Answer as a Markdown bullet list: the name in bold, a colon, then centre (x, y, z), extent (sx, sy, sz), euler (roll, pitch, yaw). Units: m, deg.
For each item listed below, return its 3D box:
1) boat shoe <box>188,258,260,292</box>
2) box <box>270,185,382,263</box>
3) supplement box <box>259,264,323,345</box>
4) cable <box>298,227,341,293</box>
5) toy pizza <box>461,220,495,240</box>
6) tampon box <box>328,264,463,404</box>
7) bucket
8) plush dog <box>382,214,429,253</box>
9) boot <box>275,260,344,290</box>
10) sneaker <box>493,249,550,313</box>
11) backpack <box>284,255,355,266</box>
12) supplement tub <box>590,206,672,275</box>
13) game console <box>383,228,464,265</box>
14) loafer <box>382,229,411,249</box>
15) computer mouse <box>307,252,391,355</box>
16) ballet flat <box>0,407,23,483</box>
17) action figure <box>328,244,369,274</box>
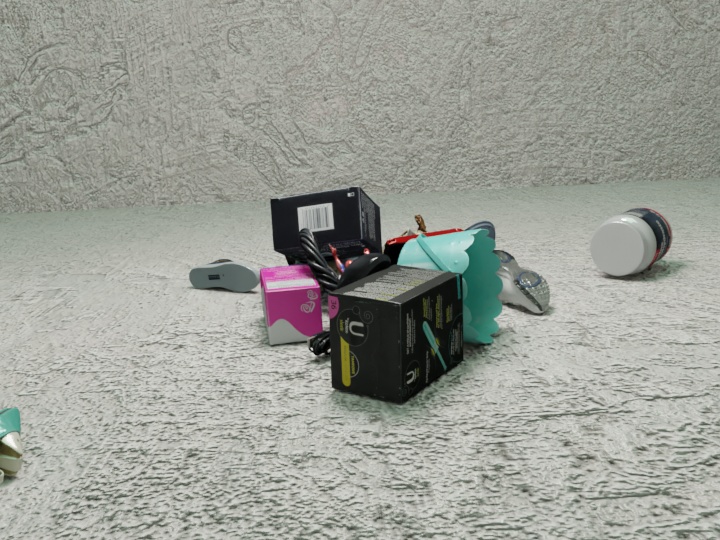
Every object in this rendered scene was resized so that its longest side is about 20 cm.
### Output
- **boat shoe**: centre (-0.304, 0.003, 1.757), extent (0.199, 0.071, 0.091), euler (2, 17, 29)
- **box**: centre (-0.068, -0.093, 1.609), extent (0.196, 0.118, 0.200), euler (-7, -9, 14)
- **supplement box**: centre (-0.134, 0.060, 1.403), extent (0.103, 0.102, 0.200), euler (-5, 13, -8)
- **cable**: centre (-0.073, 0.002, 1.436), extent (0.051, 0.200, 0.163), euler (-34, -16, 3)
- **toy pizza**: centre (0.200, -0.025, 1.529), extent (0.200, 0.201, 0.032), euler (-15, 49, -44)
- **tampon box**: centre (0.057, 0.088, 1.124), extent (0.126, 0.151, 0.200), euler (7, 16, 32)
- **bucket**: centre (0.155, 0.028, 1.283), extent (0.134, 0.208, 0.207), euler (-2, 12, 26)
- **plush dog**: centre (0.101, -0.024, 1.692), extent (0.171, 0.161, 0.200), euler (-27, -7, 39)
- **boot**: centre (-0.106, 0.020, 1.638), extent (0.154, 0.073, 0.200), euler (-4, 4, 4)
- **sneaker**: centre (0.312, 0.034, 1.504), extent (0.074, 0.088, 0.200), euler (-6, 31, -24)
- **backpack**: centre (-0.079, -0.045, 1.803), extent (0.199, 0.155, 0.163), euler (-15, -4, -1)
- **supplement tub**: centre (0.630, -0.067, 1.724), extent (0.140, 0.141, 0.200), euler (7, 16, 37)
- **game console**: centre (0.113, 0.006, 1.425), extent (0.176, 0.201, 0.031), euler (-6, 45, -17)
- **loafer**: centre (0.095, -0.064, 1.999), extent (0.072, 0.063, 0.200), euler (3, 14, 26)
- **computer mouse**: centre (-0.017, 0.045, 1.234), extent (0.053, 0.201, 0.138), euler (41, 32, 25)
- **ballet flat**: centre (-0.434, 0.224, 0.854), extent (0.070, 0.068, 0.200), euler (23, 15, 2)
- **action figure**: centre (0.000, 0.000, 1.446), extent (0.065, 0.099, 0.200), euler (-22, -21, 9)
